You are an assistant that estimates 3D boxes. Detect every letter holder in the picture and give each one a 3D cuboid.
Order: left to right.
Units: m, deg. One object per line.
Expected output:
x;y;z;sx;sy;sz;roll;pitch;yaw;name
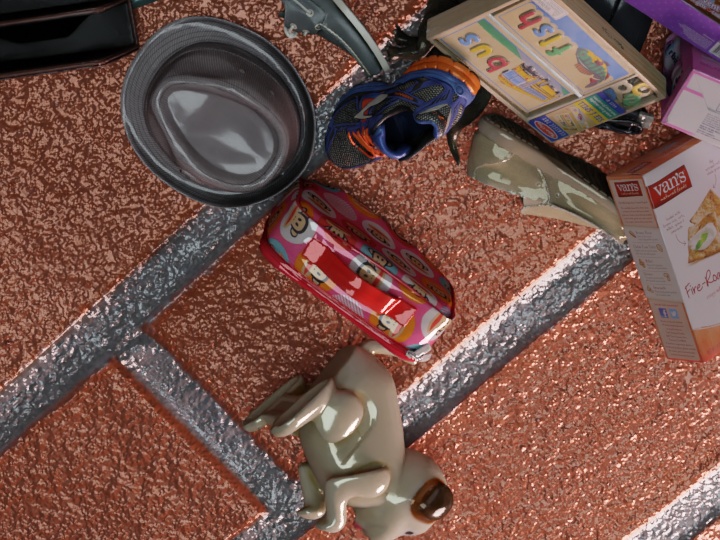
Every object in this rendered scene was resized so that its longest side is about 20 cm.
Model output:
-0.325;-0.231;1.409;0.200;0.142;0.101;-6;106;8;letter holder

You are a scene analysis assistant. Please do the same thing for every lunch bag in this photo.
0.000;0.000;1.465;0.200;0.176;0.082;36;102;-9;lunch bag

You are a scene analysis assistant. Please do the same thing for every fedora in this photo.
-0.140;-0.145;1.469;0.200;0.090;0.177;41;101;-10;fedora

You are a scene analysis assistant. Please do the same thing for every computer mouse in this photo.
0.240;-0.234;1.465;0.138;0.053;0.200;15;105;-3;computer mouse

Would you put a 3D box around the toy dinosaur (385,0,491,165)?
0.086;-0.196;1.464;0.102;0.077;0.200;-9;101;16;toy dinosaur

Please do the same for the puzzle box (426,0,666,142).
0.172;-0.194;1.397;0.133;0.025;0.200;-20;142;38;puzzle box

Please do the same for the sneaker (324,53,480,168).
0.025;-0.137;1.437;0.075;0.078;0.200;38;146;-19;sneaker

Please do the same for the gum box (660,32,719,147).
0.379;-0.160;1.445;0.200;0.114;0.066;22;127;-6;gum box

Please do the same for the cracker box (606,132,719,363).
0.332;-0.028;1.486;0.134;0.058;0.200;-30;106;-28;cracker box

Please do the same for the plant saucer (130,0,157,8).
-0.168;-0.305;1.463;0.200;0.019;0.070;-17;104;6;plant saucer

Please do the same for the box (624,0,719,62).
0.285;-0.292;1.409;0.200;0.137;0.039;30;142;-8;box

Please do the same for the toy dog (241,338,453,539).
0.005;0.187;1.553;0.194;0.140;0.200;-41;102;-27;toy dog

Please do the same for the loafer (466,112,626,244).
0.188;-0.081;1.498;0.200;0.076;0.068;32;113;-10;loafer

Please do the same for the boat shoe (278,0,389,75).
-0.055;-0.250;1.433;0.062;0.073;0.200;-43;96;4;boat shoe
